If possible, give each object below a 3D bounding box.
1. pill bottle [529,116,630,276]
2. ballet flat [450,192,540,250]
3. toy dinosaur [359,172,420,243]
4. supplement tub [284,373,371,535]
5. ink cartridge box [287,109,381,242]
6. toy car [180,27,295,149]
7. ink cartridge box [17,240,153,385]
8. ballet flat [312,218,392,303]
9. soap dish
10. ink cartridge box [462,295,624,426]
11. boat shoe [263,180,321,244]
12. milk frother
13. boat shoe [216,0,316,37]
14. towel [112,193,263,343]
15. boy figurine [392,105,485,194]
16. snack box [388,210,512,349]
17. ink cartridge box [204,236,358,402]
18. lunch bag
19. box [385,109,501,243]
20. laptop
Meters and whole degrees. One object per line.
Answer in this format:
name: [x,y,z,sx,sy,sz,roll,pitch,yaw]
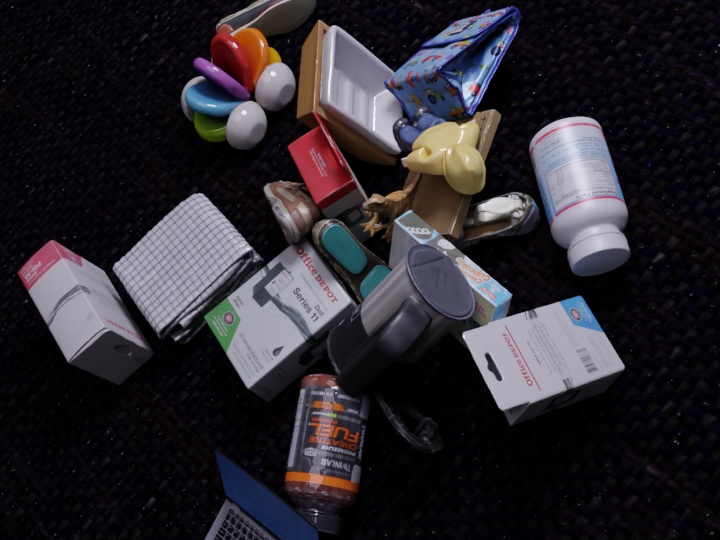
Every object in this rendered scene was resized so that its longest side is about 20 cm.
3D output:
pill bottle: [0.309,-0.102,1.134,0.106,0.109,0.205,-15,65,12]
ballet flat: [0.164,-0.074,1.194,0.195,0.072,0.074,-13,65,13]
toy dinosaur: [0.055,-0.096,1.190,0.060,0.200,0.107,35,119,7]
supplement tub: [-0.046,0.252,1.112,0.104,0.107,0.205,1,70,19]
ink cartridge box: [-0.041,-0.131,1.210,0.066,0.200,0.118,-30,61,4]
toy car: [-0.221,-0.319,1.376,0.173,0.150,0.202,33,82,26]
ink cartridge box: [-0.436,0.069,1.294,0.082,0.147,0.201,-40,62,0]
ballet flat: [0.000,0.000,1.196,0.068,0.201,0.075,-44,19,-7]
soap dish: [-0.016,-0.269,1.270,0.080,0.198,0.162,-15,63,37]
ink cartridge box: [0.224,0.118,1.044,0.196,0.067,0.118,-13,60,-24]
boat shoe: [-0.100,-0.099,1.256,0.071,0.077,0.200,-28,27,-2]
milk frother: [0.079,0.111,1.067,0.188,0.198,0.182,-46,19,34]
boat shoe: [-0.173,-0.457,1.464,0.196,0.071,0.064,-25,60,12]
towel: [-0.273,0.000,1.306,0.200,0.086,0.166,-44,64,-4]
boy figurine: [0.122,-0.174,1.152,0.123,0.065,0.200,-32,38,-8]
snack box: [0.120,0.020,1.144,0.037,0.118,0.200,-31,58,-29]
ink cartridge box: [-0.112,0.071,1.220,0.199,0.083,0.147,-39,62,-1]
lunch bag: [0.156,-0.333,1.267,0.201,0.094,0.149,-51,26,-19]
box: [0.120,-0.137,1.213,0.162,0.021,0.204,-1,64,57]
laptop: [-0.150,0.377,1.078,0.185,0.116,0.203,29,88,27]
